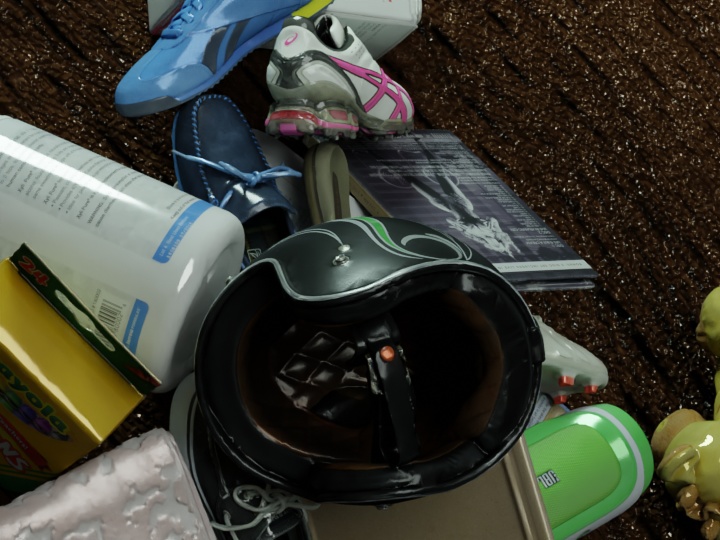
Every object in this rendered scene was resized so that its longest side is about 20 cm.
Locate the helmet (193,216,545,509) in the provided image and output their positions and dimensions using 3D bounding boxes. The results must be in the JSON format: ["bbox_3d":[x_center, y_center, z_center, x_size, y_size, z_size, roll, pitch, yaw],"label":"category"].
[{"bbox_3d":[0.001,0.057,1.419,0.200,0.191,0.201,-3,96,-31],"label":"helmet"}]

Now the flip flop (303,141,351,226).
[{"bbox_3d":[0.000,0.000,1.568,0.057,0.081,0.200,-10,66,7],"label":"flip flop"}]

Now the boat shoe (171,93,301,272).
[{"bbox_3d":[-0.068,-0.037,1.553,0.084,0.069,0.200,-19,81,-32],"label":"boat shoe"}]

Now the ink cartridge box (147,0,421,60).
[{"bbox_3d":[-0.062,-0.250,1.717,0.200,0.085,0.146,4,70,-26],"label":"ink cartridge box"}]

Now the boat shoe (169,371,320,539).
[{"bbox_3d":[-0.068,0.161,1.486,0.074,0.068,0.200,-21,103,-37],"label":"boat shoe"}]

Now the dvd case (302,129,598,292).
[{"bbox_3d":[0.067,-0.046,1.673,0.148,0.016,0.200,-3,37,-41],"label":"dvd case"}]

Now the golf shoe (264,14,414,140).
[{"bbox_3d":[-0.008,-0.140,1.625,0.200,0.072,0.092,-6,97,-70],"label":"golf shoe"}]

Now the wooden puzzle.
[{"bbox_3d":[0.050,0.202,1.504,0.037,0.185,0.200,-5,79,-64],"label":"wooden puzzle"}]

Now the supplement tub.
[{"bbox_3d":[-0.190,-0.013,1.484,0.200,0.132,0.132,25,57,10],"label":"supplement tub"}]

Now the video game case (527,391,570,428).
[{"bbox_3d":[0.069,0.151,1.655,0.181,0.045,0.200,40,57,-9],"label":"video game case"}]

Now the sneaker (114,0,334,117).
[{"bbox_3d":[-0.105,-0.185,1.592,0.200,0.066,0.079,-38,120,-21],"label":"sneaker"}]

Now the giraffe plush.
[{"bbox_3d":[0.300,0.131,1.741,0.162,0.200,0.173,-46,100,-5],"label":"giraffe plush"}]

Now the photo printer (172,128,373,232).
[{"bbox_3d":[-0.060,0.003,1.627,0.200,0.069,0.167,37,58,-11],"label":"photo printer"}]

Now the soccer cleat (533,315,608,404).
[{"bbox_3d":[0.105,0.044,1.638,0.200,0.069,0.078,18,64,-31],"label":"soccer cleat"}]

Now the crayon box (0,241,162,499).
[{"bbox_3d":[-0.220,0.069,1.432,0.127,0.200,0.051,46,57,-5],"label":"crayon box"}]

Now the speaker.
[{"bbox_3d":[0.118,0.166,1.599,0.200,0.088,0.089,-25,84,-34],"label":"speaker"}]

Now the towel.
[{"bbox_3d":[-0.177,0.228,1.436,0.200,0.032,0.191,-26,102,-18],"label":"towel"}]
